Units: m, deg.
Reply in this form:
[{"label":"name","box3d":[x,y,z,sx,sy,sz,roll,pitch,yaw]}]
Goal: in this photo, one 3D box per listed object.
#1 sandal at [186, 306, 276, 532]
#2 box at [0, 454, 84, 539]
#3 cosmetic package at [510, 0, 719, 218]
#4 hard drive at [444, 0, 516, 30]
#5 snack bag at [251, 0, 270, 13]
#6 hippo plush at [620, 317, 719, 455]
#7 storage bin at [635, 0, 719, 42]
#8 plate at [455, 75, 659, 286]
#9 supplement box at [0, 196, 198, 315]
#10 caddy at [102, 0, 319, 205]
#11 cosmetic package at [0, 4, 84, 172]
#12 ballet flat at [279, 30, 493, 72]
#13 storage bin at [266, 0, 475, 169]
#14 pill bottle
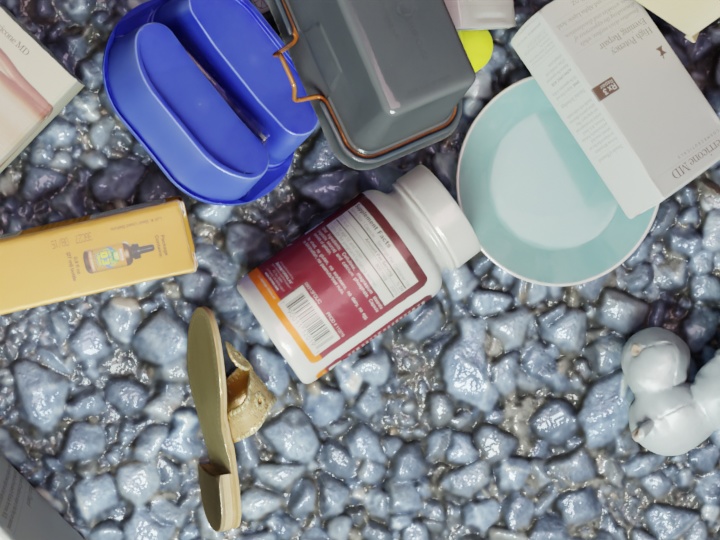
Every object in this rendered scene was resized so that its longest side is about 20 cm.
[{"label":"sandal","box3d":[-0.111,0.130,1.280,0.069,0.078,0.212,-9,104,-27]},{"label":"box","box3d":[-0.360,0.267,1.183,0.199,0.200,0.171,-42,102,-3]},{"label":"cosmetic package","box3d":[0.236,-0.160,1.259,0.102,0.074,0.200,-34,87,-22]},{"label":"hard drive","box3d":[0.094,-0.313,1.229,0.027,0.132,0.201,-3,98,28]},{"label":"snack bag","box3d":[-0.037,-0.345,1.221,0.199,0.021,0.189,-19,107,9]},{"label":"hippo plush","box3d":[0.334,0.114,1.318,0.160,0.159,0.201,-17,82,24]},{"label":"storage bin","box3d":[0.270,-0.341,1.235,0.200,0.094,0.199,30,66,-10]},{"label":"plate","box3d":[0.185,-0.086,1.313,0.199,0.026,0.201,-1,97,-9]},{"label":"supplement box","box3d":[-0.247,-0.013,1.238,0.199,0.069,0.067,-12,98,-5]},{"label":"caddy","box3d":[-0.132,-0.153,1.223,0.141,0.105,0.200,-43,100,-25]},{"label":"cosmetic package","box3d":[-0.343,-0.125,1.201,0.103,0.087,0.200,43,89,-9]},{"label":"ballet flat","box3d":[0.027,-0.202,1.257,0.199,0.067,0.067,1,94,-9]},{"label":"storage bin","box3d":[0.006,-0.196,1.149,0.145,0.134,0.200,-23,89,-12]},{"label":"pill bottle","box3d":[0.000,0.000,1.250,0.200,0.114,0.114,-35,100,-4]}]
